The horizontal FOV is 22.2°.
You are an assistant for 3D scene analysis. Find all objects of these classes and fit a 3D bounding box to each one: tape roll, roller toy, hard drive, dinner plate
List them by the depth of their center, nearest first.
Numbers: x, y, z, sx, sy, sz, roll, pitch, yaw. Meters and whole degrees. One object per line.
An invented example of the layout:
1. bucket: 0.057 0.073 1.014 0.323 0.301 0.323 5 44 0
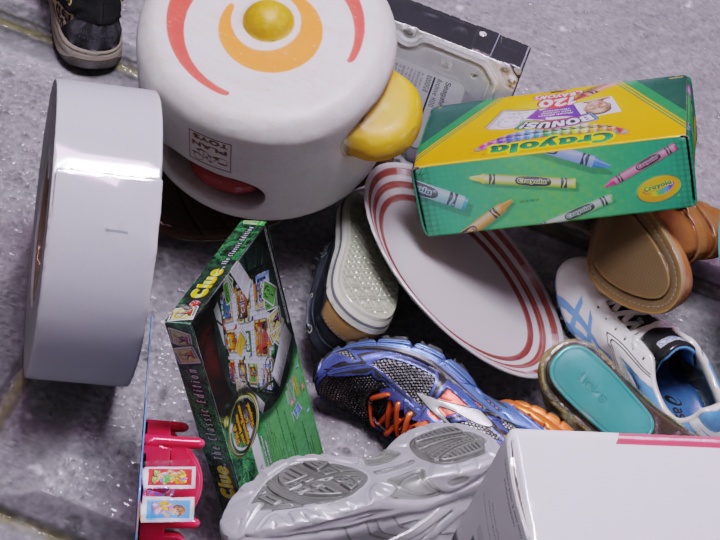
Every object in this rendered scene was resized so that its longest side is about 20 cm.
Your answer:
1. tape roll: -0.179 -0.025 1.216 0.071 0.203 0.203 7 46 -13
2. roller toy: -0.066 -0.140 1.300 0.182 0.140 0.200 -16 63 -12
3. dinner plate: 0.072 0.003 1.352 0.200 0.024 0.200 35 28 -21
4. hard drive: 0.020 -0.152 1.445 0.199 0.140 0.038 22 45 2

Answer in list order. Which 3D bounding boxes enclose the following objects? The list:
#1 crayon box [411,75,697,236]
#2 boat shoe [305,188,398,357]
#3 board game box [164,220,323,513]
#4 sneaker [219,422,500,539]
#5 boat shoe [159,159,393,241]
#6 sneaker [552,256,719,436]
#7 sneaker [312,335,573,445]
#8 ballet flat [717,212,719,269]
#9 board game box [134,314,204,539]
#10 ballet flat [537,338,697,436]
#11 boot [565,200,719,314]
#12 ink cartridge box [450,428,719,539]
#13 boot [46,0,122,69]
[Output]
1. crayon box: 0.145 -0.085 1.346 0.199 0.058 0.119 -6 26 13
2. boat shoe: 0.000 0.000 1.350 0.075 0.062 0.200 33 29 -9
3. board game box: -0.070 0.078 1.162 0.023 0.200 0.105 6 39 23
4. sneaker: 0.004 0.167 1.165 0.199 0.100 0.078 -9 25 -27
5. boat shoe: -0.075 -0.067 1.394 0.202 0.075 0.075 -12 94 -11
6. sneaker: 0.213 0.055 1.359 0.072 0.073 0.200 -14 51 -27
7. sneaker: 0.057 0.111 1.257 0.200 0.075 0.079 23 48 7
8. ballet flat: 0.307 0.034 1.358 0.067 0.062 0.201 8 77 -44
9. board game box: -0.117 0.130 1.118 0.039 0.158 0.200 4 46 -6
10. ballet flat: 0.199 0.130 1.284 0.200 0.071 0.071 47 50 9
11. boot: 0.237 -0.024 1.402 0.154 0.074 0.200 11 26 -32
12. ink cartridge box: 0.132 0.186 1.117 0.145 0.200 0.085 3 52 -15
13. boot: -0.226 -0.279 1.478 0.073 0.151 0.200 -3 49 -20
